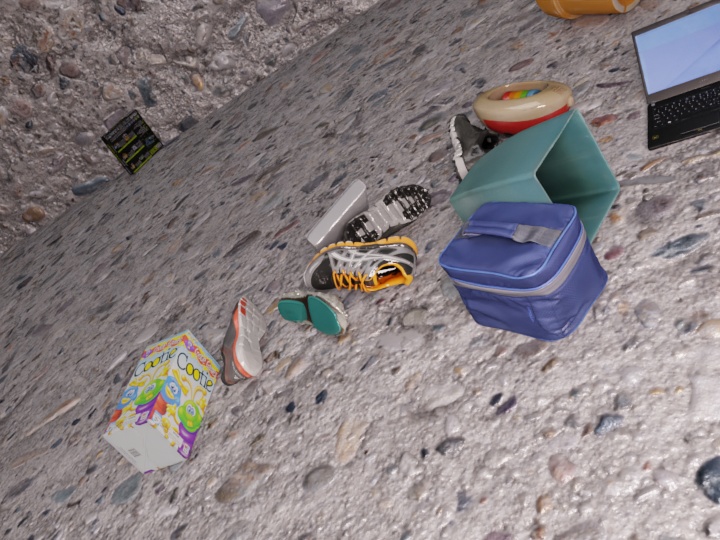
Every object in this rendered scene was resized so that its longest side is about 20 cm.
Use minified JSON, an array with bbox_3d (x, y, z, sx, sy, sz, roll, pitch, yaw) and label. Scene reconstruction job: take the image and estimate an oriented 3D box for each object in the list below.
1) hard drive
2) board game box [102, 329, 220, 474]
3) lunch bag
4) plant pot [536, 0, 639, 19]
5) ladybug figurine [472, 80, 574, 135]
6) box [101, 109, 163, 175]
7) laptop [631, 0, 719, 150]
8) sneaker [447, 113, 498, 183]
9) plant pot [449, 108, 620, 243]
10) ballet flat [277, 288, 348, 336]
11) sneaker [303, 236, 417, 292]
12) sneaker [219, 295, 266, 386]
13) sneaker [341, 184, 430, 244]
[{"bbox_3d":[-0.036,-0.086,1.208,0.132,0.027,0.200,-49,-6,-3],"label":"hard drive"},{"bbox_3d":[-0.329,0.218,1.135,0.101,0.106,0.202,-21,33,22],"label":"board game box"},{"bbox_3d":[0.200,-0.013,0.869,0.198,0.133,0.136,9,50,51],"label":"lunch bag"},{"bbox_3d":[0.494,-0.624,1.402,0.199,0.202,0.183,-41,44,-11],"label":"plant pot"},{"bbox_3d":[0.297,-0.293,1.219,0.135,0.073,0.197,-37,32,-32],"label":"ladybug figurine"},{"bbox_3d":[-0.971,-0.548,2.862,0.047,0.195,0.202,2,46,44],"label":"box"},{"bbox_3d":[0.500,-0.296,0.987,0.174,0.104,0.202,-15,35,34],"label":"laptop"},{"bbox_3d":[0.216,-0.240,1.257,0.089,0.067,0.203,-20,36,20],"label":"sneaker"},{"bbox_3d":[0.238,-0.114,0.975,0.198,0.142,0.142,-5,40,54],"label":"plant pot"},{"bbox_3d":[-0.070,0.060,1.130,0.072,0.072,0.198,-48,31,-22],"label":"ballet flat"},{"bbox_3d":[0.000,0.000,1.101,0.195,0.079,0.078,-14,44,9],"label":"sneaker"},{"bbox_3d":[-0.221,0.123,1.193,0.081,0.077,0.202,-34,28,16],"label":"sneaker"},{"bbox_3d":[0.040,-0.089,1.206,0.198,0.067,0.090,-34,-4,-25],"label":"sneaker"}]
